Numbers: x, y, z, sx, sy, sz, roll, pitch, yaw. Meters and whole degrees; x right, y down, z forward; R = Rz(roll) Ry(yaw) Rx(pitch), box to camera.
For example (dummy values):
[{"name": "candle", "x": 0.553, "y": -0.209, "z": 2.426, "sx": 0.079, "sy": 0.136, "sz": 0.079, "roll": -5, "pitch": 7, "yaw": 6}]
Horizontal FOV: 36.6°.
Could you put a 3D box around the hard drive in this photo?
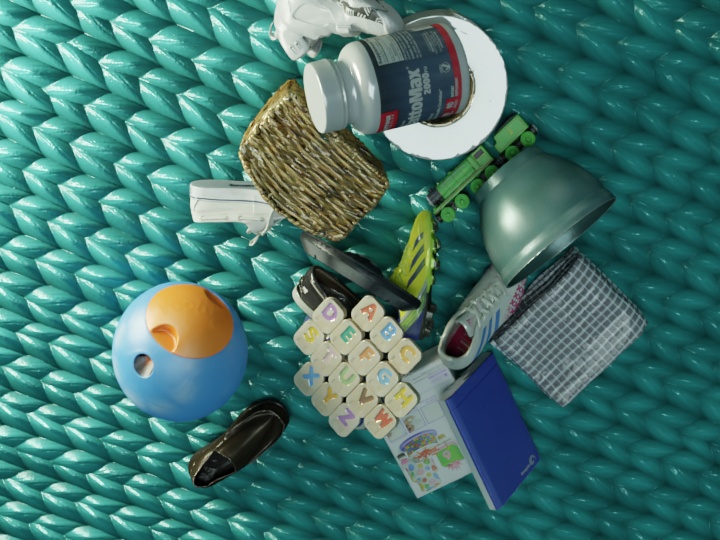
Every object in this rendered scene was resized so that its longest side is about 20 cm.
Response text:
[{"name": "hard drive", "x": 0.204, "y": 0.249, "z": 1.693, "sx": 0.025, "sy": 0.132, "sz": 0.202, "roll": -8, "pitch": 114, "yaw": 48}]

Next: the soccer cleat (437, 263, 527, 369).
[{"name": "soccer cleat", "x": 0.183, "y": 0.061, "z": 1.622, "sx": 0.069, "sy": 0.086, "sz": 0.202, "roll": 32, "pitch": 92, "yaw": 22}]

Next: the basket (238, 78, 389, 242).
[{"name": "basket", "x": -0.072, "y": -0.147, "z": 1.528, "sx": 0.199, "sy": 0.149, "sz": 0.143, "roll": 40, "pitch": 100, "yaw": -14}]

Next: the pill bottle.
[{"name": "pill bottle", "x": 0.032, "y": -0.244, "z": 1.417, "sx": 0.197, "sy": 0.120, "sz": 0.122, "roll": -15, "pitch": 110, "yaw": -15}]

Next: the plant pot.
[{"name": "plant pot", "x": 0.247, "y": -0.090, "z": 1.554, "sx": 0.200, "sy": 0.200, "sz": 0.135, "roll": -39, "pitch": 78, "yaw": 11}]

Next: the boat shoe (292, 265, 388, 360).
[{"name": "boat shoe", "x": -0.010, "y": 0.069, "z": 1.636, "sx": 0.199, "sy": 0.074, "sz": 0.061, "roll": 40, "pitch": 126, "yaw": 2}]

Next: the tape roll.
[{"name": "tape roll", "x": 0.107, "y": -0.264, "z": 1.539, "sx": 0.198, "sy": 0.071, "sz": 0.206, "roll": 0, "pitch": 109, "yaw": -1}]

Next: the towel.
[{"name": "towel", "x": 0.315, "y": 0.091, "z": 1.658, "sx": 0.165, "sy": 0.086, "sz": 0.200, "roll": 40, "pitch": 104, "yaw": -13}]

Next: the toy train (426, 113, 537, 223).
[{"name": "toy train", "x": 0.175, "y": -0.151, "z": 1.597, "sx": 0.200, "sy": 0.042, "sz": 0.056, "roll": -43, "pitch": 95, "yaw": 12}]

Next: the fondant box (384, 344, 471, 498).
[{"name": "fondant box", "x": 0.108, "y": 0.239, "z": 1.719, "sx": 0.142, "sy": 0.058, "sz": 0.202, "roll": -26, "pitch": 107, "yaw": 8}]

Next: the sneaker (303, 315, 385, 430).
[{"name": "sneaker", "x": -0.028, "y": 0.147, "z": 1.638, "sx": 0.075, "sy": 0.088, "sz": 0.202, "roll": -37, "pitch": 79, "yaw": 16}]

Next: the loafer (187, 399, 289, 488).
[{"name": "loafer", "x": -0.191, "y": 0.285, "z": 1.719, "sx": 0.199, "sy": 0.072, "sz": 0.073, "roll": -41, "pitch": 105, "yaw": 12}]

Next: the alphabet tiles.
[{"name": "alphabet tiles", "x": -0.007, "y": 0.141, "z": 1.564, "sx": 0.200, "sy": 0.015, "sz": 0.196, "roll": 48, "pitch": 117, "yaw": 9}]

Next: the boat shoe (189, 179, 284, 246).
[{"name": "boat shoe", "x": -0.152, "y": -0.081, "z": 1.593, "sx": 0.198, "sy": 0.075, "sz": 0.088, "roll": 3, "pitch": 109, "yaw": -1}]

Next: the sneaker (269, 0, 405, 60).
[{"name": "sneaker", "x": -0.037, "y": -0.334, "z": 1.492, "sx": 0.198, "sy": 0.075, "sz": 0.116, "roll": 29, "pitch": 114, "yaw": 15}]

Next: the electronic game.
[{"name": "electronic game", "x": 0.000, "y": 0.000, "z": 1.553, "sx": 0.198, "sy": 0.200, "sz": 0.042, "roll": 32, "pitch": 89, "yaw": -11}]

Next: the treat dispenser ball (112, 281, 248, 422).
[{"name": "treat dispenser ball", "x": -0.263, "y": 0.119, "z": 1.592, "sx": 0.197, "sy": 0.201, "sz": 0.205, "roll": 0, "pitch": 109, "yaw": -1}]

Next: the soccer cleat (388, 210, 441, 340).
[{"name": "soccer cleat", "x": 0.076, "y": 0.009, "z": 1.637, "sx": 0.082, "sy": 0.065, "sz": 0.204, "roll": 7, "pitch": 107, "yaw": 11}]
